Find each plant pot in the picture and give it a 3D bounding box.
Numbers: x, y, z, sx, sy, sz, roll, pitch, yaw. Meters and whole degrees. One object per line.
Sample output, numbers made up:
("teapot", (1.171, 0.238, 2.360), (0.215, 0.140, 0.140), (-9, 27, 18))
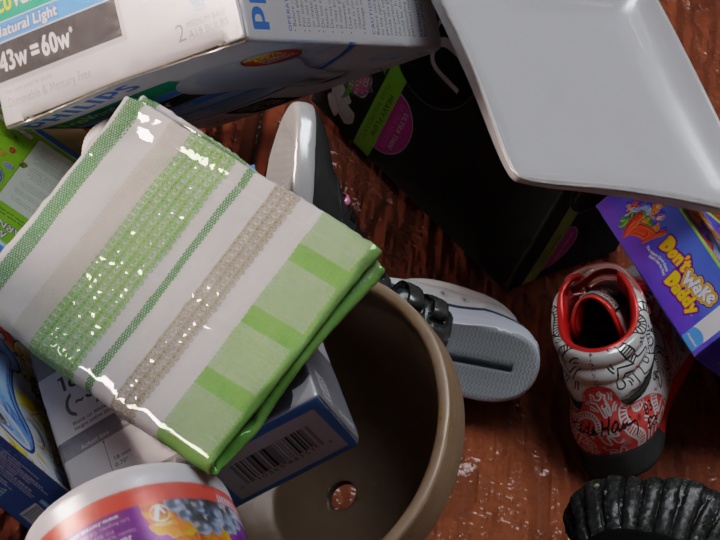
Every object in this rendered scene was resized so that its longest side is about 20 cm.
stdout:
("plant pot", (-0.027, 0.107, 1.534), (0.093, 0.201, 0.201), (49, 10, -52))

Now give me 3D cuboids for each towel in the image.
("towel", (-0.096, 0.006, 1.477), (0.200, 0.149, 0.031), (33, -8, 36))

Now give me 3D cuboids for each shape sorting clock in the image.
("shape sorting clock", (-0.202, -0.032, 1.669), (0.200, 0.039, 0.200), (26, 34, -19))

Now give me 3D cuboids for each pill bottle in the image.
("pill bottle", (-0.087, 0.204, 1.390), (0.111, 0.111, 0.200), (-1, 52, -32))

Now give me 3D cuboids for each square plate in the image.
("square plate", (0.132, -0.115, 1.728), (0.198, 0.028, 0.200), (6, 48, -36))

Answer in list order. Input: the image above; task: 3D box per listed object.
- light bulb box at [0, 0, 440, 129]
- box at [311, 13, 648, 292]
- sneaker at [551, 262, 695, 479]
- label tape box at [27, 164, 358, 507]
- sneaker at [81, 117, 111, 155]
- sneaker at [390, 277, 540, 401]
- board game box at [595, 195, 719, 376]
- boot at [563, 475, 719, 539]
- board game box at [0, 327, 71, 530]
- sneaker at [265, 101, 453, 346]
("light bulb box", (-0.093, -0.168, 1.713), (0.200, 0.198, 0.125), (-5, 80, -54))
("box", (0.096, -0.113, 1.861), (0.124, 0.149, 0.200), (-20, 58, -46))
("sneaker", (0.165, 0.028, 1.760), (0.067, 0.108, 0.201), (-3, 35, 17))
("label tape box", (-0.102, 0.035, 1.516), (0.063, 0.144, 0.200), (49, 15, -53))
("sneaker", (-0.094, -0.016, 1.647), (0.075, 0.088, 0.200), (10, 49, -52))
("sneaker", (0.009, 0.033, 1.713), (0.200, 0.073, 0.071), (17, 13, -13))
("board game box", (0.241, 0.028, 1.791), (0.200, 0.045, 0.134), (33, 22, -50))
("boot", (0.123, 0.173, 1.577), (0.211, 0.079, 0.158), (24, 42, -22))
("board game box", (-0.227, 0.037, 1.478), (0.200, 0.034, 0.135), (45, 15, -40))
("sneaker", (0.000, 0.000, 1.636), (0.099, 0.200, 0.071), (-5, 6, -13))
